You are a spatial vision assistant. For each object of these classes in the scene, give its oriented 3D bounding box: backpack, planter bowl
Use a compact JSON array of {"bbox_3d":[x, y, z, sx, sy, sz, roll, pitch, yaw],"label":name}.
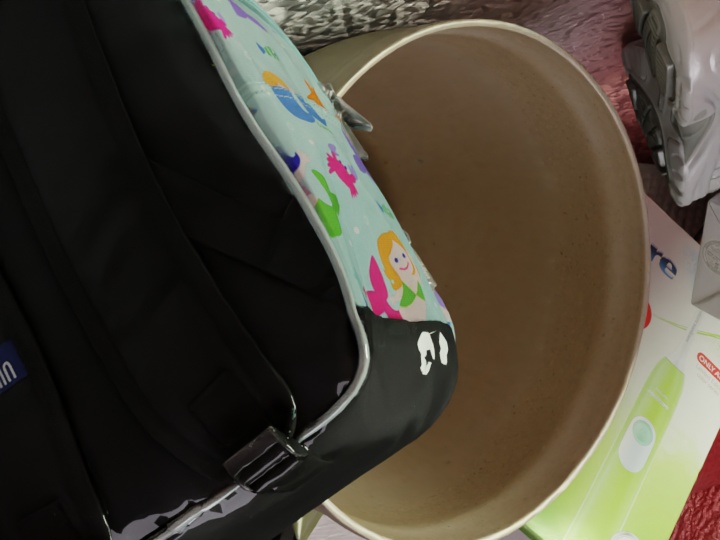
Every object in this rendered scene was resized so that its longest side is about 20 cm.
[{"bbox_3d":[-0.077,-0.003,0.722,0.177,0.201,0.150,-36,166,17],"label":"backpack"},{"bbox_3d":[0.000,0.000,0.900,0.199,0.202,0.134,-5,-171,-39],"label":"planter bowl"}]

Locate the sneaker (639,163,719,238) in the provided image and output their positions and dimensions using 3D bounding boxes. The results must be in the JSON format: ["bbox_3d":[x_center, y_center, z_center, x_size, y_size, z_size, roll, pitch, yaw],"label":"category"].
[{"bbox_3d":[0.151,-0.012,1.242,0.104,0.076,0.199,-23,162,35],"label":"sneaker"}]

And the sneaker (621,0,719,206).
[{"bbox_3d":[0.165,-0.085,0.944,0.099,0.078,0.200,-19,168,0],"label":"sneaker"}]

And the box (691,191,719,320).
[{"bbox_3d":[0.253,-0.029,1.027,0.200,0.116,0.060,-34,141,-36],"label":"box"}]

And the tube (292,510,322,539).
[{"bbox_3d":[-0.032,0.035,1.034,0.058,0.052,0.201,-22,132,-6],"label":"tube"}]

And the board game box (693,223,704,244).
[{"bbox_3d":[0.263,-0.040,1.204,0.199,0.035,0.136,0,130,-51],"label":"board game box"}]

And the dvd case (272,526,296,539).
[{"bbox_3d":[-0.105,0.125,1.071,0.149,0.025,0.200,10,-172,-1],"label":"dvd case"}]

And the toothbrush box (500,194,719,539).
[{"bbox_3d":[0.088,0.055,1.072,0.086,0.145,0.200,-35,-163,49],"label":"toothbrush box"}]
